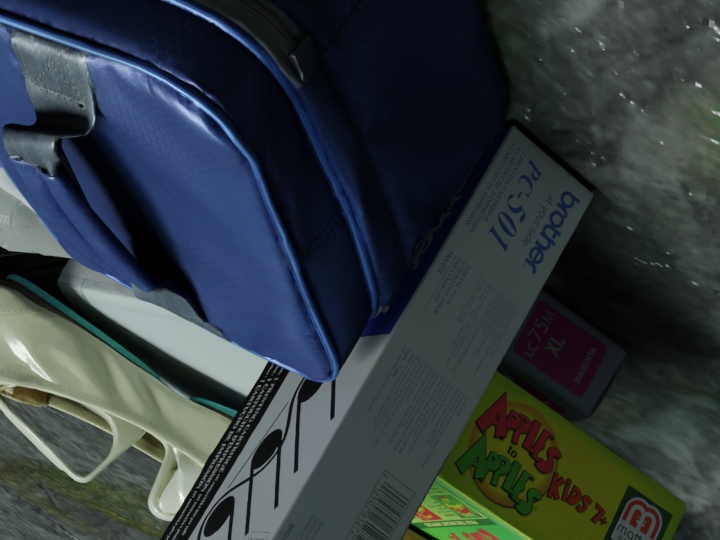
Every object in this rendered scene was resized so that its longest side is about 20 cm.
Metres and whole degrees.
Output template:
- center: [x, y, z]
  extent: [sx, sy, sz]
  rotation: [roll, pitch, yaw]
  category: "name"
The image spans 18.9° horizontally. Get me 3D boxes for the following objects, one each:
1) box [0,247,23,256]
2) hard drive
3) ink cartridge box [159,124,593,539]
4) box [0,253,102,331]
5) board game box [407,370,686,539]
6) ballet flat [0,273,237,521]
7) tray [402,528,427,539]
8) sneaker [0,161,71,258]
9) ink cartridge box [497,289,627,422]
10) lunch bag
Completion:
- center: [-0.247, -0.025, 0.968]
  extent: [0.199, 0.050, 0.198]
  rotation: [0, -173, 39]
  category: "box"
- center: [-0.027, 0.045, 0.938]
  extent: [0.199, 0.027, 0.132]
  rotation: [9, 152, 45]
  category: "hard drive"
- center: [-0.001, 0.046, 0.759]
  extent: [0.044, 0.200, 0.094]
  rotation: [38, 159, -19]
  category: "ink cartridge box"
- center: [-0.110, 0.006, 1.068]
  extent: [0.199, 0.035, 0.110]
  rotation: [11, 152, 45]
  category: "box"
- center: [0.028, 0.091, 0.860]
  extent: [0.101, 0.048, 0.200]
  rotation: [34, 159, -18]
  category: "board game box"
- center: [-0.096, 0.076, 0.975]
  extent: [0.199, 0.070, 0.069]
  rotation: [30, 160, -4]
  category: "ballet flat"
- center: [-0.019, 0.135, 0.901]
  extent: [0.098, 0.037, 0.200]
  rotation: [31, 158, -4]
  category: "tray"
- center: [-0.146, -0.051, 0.768]
  extent: [0.082, 0.075, 0.200]
  rotation: [-8, 149, 19]
  category: "sneaker"
- center: [0.000, 0.000, 0.891]
  extent: [0.200, 0.042, 0.119]
  rotation: [37, 159, -11]
  category: "ink cartridge box"
- center: [-0.047, -0.060, 0.681]
  extent: [0.135, 0.133, 0.200]
  rotation: [22, 158, 25]
  category: "lunch bag"
